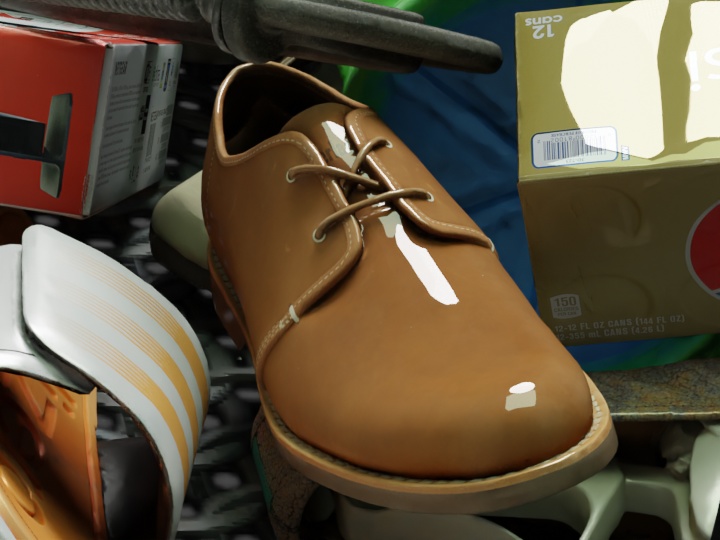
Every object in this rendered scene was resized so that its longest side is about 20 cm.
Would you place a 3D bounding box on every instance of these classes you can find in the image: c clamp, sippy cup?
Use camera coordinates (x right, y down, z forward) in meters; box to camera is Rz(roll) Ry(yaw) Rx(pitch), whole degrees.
[{"bbox_3d":[-0.069,-0.073,0.735,0.199,0.027,0.171,10,0,27],"label":"c clamp"},{"bbox_3d":[0.073,-0.037,0.839,0.139,0.179,0.130,-13,7,21],"label":"sippy cup"}]

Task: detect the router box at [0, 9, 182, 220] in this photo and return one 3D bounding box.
[{"bbox_3d":[-0.152,-0.059,0.813,0.179,0.049,0.200,9,5,0],"label":"router box"}]

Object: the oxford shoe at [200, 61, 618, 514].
[{"bbox_3d":[0.000,0.000,0.680,0.071,0.072,0.200,-19,28,-17],"label":"oxford shoe"}]

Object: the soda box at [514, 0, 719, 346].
[{"bbox_3d":[0.142,-0.032,0.709,0.199,0.068,0.064,-5,48,8],"label":"soda box"}]

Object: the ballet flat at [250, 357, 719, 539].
[{"bbox_3d":[0.070,0.061,0.712,0.199,0.068,0.067,0,30,4],"label":"ballet flat"}]

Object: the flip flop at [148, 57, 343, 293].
[{"bbox_3d":[-0.007,-0.045,0.892,0.081,0.058,0.200,18,25,18],"label":"flip flop"}]

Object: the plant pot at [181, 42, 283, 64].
[{"bbox_3d":[-0.057,-0.152,0.937,0.199,0.201,0.135,15,31,12],"label":"plant pot"}]

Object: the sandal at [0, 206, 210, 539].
[{"bbox_3d":[-0.075,0.018,0.708,0.059,0.079,0.207,-34,25,8],"label":"sandal"}]

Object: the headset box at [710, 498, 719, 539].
[{"bbox_3d":[0.152,0.093,0.545,0.092,0.175,0.200,0,29,-18],"label":"headset box"}]
